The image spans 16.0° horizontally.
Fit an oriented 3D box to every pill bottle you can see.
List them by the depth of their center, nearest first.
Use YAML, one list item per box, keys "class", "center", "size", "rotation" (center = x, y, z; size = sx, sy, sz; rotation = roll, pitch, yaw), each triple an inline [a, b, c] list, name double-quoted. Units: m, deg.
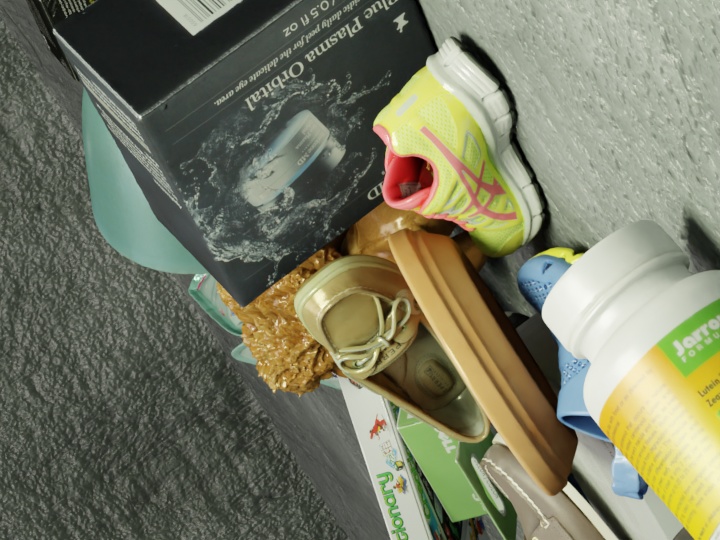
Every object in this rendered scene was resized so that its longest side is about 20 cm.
- class: "pill bottle"
  center: [0.189, 0.072, 1.361]
  size: [0.200, 0.111, 0.111]
  rotation: [50, 170, 21]

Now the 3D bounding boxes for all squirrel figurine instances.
- class: "squirrel figurine"
  center: [0.000, 0.000, 1.815]
  size: [0.142, 0.199, 0.187]
  rotation: [61, 161, 21]

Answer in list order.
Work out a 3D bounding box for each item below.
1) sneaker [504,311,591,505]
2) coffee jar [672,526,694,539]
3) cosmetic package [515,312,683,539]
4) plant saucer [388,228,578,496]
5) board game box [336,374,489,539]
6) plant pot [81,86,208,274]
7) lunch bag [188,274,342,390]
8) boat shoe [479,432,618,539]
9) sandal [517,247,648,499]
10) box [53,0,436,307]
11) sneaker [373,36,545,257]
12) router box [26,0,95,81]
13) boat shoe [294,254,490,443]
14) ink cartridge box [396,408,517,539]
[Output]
- class: "sneaker"
  center: [0.127, 0.103, 1.901]
  size: [0.077, 0.076, 0.200]
  rotation: [37, 160, 47]
- class: "coffee jar"
  center: [0.259, 0.230, 1.668]
  size: [0.104, 0.085, 0.200]
  rotation: [43, 167, 33]
- class: "cosmetic package"
  center: [0.187, 0.133, 1.788]
  size: [0.200, 0.052, 0.151]
  rotation: [58, 172, -23]
- class: "plant saucer"
  center: [0.085, 0.053, 1.668]
  size: [0.200, 0.037, 0.200]
  rotation: [57, -176, -7]
- class: "board game box"
  center: [0.040, 0.137, 1.969]
  size: [0.126, 0.035, 0.201]
  rotation: [-25, -82, -69]
- class: "plant pot"
  center: [-0.131, -0.125, 2.036]
  size: [0.201, 0.200, 0.161]
  rotation: [46, 157, 39]
- class: "lunch bag"
  center: [-0.029, 0.030, 2.110]
  size: [0.170, 0.122, 0.200]
  rotation: [19, -169, -26]
- class: "boat shoe"
  center: [0.153, 0.202, 1.831]
  size: [0.200, 0.060, 0.072]
  rotation: [46, 172, 1]
- class: "sandal"
  center: [0.155, 0.067, 1.603]
  size: [0.200, 0.087, 0.080]
  rotation: [50, 172, 33]
- class: "box"
  center: [-0.059, -0.119, 1.650]
  size: [0.117, 0.196, 0.200]
  rotation: [45, 167, 39]
- class: "sneaker"
  center: [0.053, -0.063, 1.623]
  size: [0.078, 0.090, 0.200]
  rotation: [45, 169, 35]
- class: "router box"
  center: [-0.197, -0.251, 2.013]
  size: [0.051, 0.149, 0.200]
  rotation: [49, 169, 23]
- class: "boat shoe"
  center: [0.027, 0.054, 1.690]
  size: [0.063, 0.073, 0.201]
  rotation: [55, -175, 38]
- class: "ink cartridge box"
  center: [0.078, 0.119, 1.945]
  size: [0.104, 0.059, 0.200]
  rotation: [60, -156, -32]
